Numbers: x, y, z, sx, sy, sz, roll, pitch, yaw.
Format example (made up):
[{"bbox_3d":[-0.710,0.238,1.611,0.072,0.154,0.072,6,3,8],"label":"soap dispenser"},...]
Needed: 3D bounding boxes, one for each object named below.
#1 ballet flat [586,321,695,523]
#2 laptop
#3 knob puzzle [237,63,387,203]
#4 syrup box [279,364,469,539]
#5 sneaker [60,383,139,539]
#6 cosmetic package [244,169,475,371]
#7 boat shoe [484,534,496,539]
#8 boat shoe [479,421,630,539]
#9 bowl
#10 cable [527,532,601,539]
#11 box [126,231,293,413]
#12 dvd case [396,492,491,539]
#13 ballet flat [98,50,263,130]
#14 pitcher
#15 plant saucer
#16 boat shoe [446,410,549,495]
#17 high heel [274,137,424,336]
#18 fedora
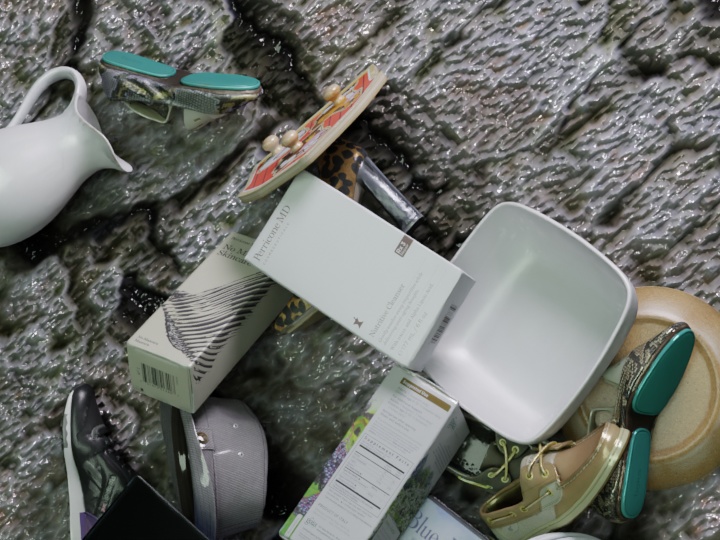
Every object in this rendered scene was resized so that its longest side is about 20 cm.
[{"bbox_3d":[0.254,0.138,1.379,0.075,0.068,0.202,19,93,44],"label":"ballet flat"},{"bbox_3d":[-0.166,0.297,1.446,0.187,0.199,0.117,-49,55,34],"label":"laptop"},{"bbox_3d":[-0.056,-0.142,1.468,0.219,0.220,0.030,-39,103,11],"label":"knob puzzle"},{"bbox_3d":[0.017,0.200,1.381,0.081,0.079,0.201,28,73,24],"label":"syrup box"},{"bbox_3d":[-0.274,0.222,1.579,0.087,0.076,0.202,-6,87,2],"label":"sneaker"},{"bbox_3d":[0.000,0.000,1.419,0.199,0.081,0.113,31,91,15],"label":"cosmetic package"},{"bbox_3d":[0.058,0.333,1.457,0.199,0.062,0.075,-35,78,13],"label":"boat shoe"},{"bbox_3d":[0.177,0.200,1.354,0.066,0.074,0.200,37,130,0],"label":"boat shoe"},{"bbox_3d":[0.167,0.056,1.421,0.200,0.074,0.201,39,97,37],"label":"bowl"},{"bbox_3d":[0.183,0.342,1.342,0.200,0.200,0.069,-50,31,-2],"label":"cable"},{"bbox_3d":[-0.151,0.050,1.481,0.082,0.200,0.069,18,134,20],"label":"box"},{"bbox_3d":[0.051,0.325,1.377,0.142,0.018,0.200,35,75,17],"label":"dvd case"},{"bbox_3d":[-0.198,-0.193,1.592,0.198,0.072,0.073,13,89,18],"label":"ballet flat"},{"bbox_3d":[-0.377,-0.128,1.620,0.199,0.121,0.172,-30,56,2],"label":"pitcher"},{"bbox_3d":[0.284,0.115,1.419,0.198,0.035,0.202,-2,84,18],"label":"plant saucer"},{"bbox_3d":[0.129,0.187,1.448,0.200,0.060,0.073,23,92,18],"label":"boat shoe"},{"bbox_3d":[-0.049,-0.038,1.517,0.200,0.071,0.143,-43,77,-4],"label":"high heel"},{"bbox_3d":[-0.147,0.197,1.503,0.089,0.178,0.201,-7,45,-16],"label":"fedora"}]
